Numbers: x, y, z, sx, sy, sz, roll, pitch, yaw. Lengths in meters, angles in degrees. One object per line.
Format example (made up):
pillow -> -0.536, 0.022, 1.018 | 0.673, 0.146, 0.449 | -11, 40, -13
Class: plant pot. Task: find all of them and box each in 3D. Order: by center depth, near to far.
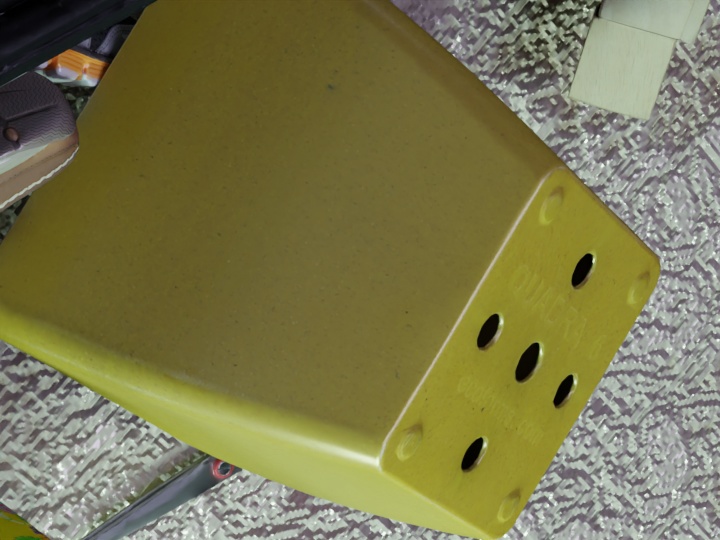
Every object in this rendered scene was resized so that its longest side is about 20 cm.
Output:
plant pot -> 0.000, 0.000, 1.131 | 0.200, 0.176, 0.200 | -58, 150, -3

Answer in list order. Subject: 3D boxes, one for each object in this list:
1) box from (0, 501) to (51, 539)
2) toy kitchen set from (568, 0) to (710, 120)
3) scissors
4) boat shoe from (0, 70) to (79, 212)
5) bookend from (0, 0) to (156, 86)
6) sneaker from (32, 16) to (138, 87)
box -> -0.239, 0.181, 1.101 | 0.200, 0.122, 0.193 | 11, 100, -37
toy kitchen set -> 0.085, -0.210, 1.235 | 0.200, 0.180, 0.163 | 104, 3, -50
scissors -> -0.055, 0.076, 1.263 | 0.200, 0.014, 0.073 | -15, 117, -29
boat shoe -> -0.198, -0.016, 1.076 | 0.200, 0.076, 0.072 | -23, 136, 3
bookend -> -0.144, -0.152, 0.931 | 0.200, 0.092, 0.199 | -32, 153, -28
sneaker -> -0.157, -0.122, 1.085 | 0.200, 0.078, 0.077 | 22, 78, -42
